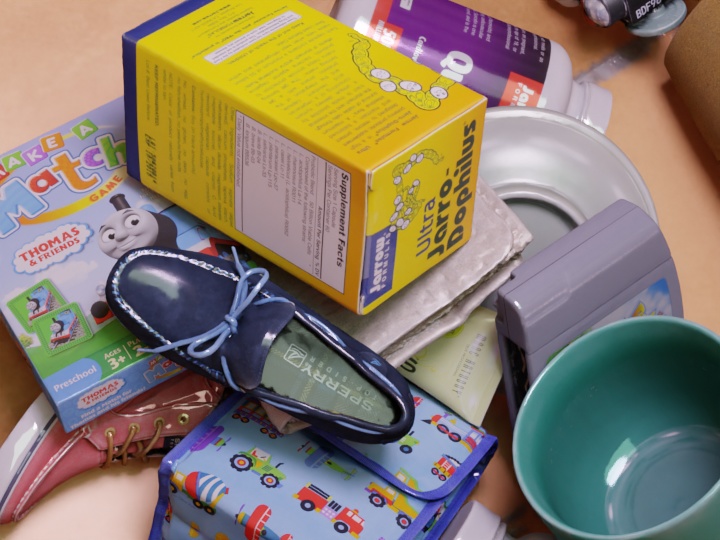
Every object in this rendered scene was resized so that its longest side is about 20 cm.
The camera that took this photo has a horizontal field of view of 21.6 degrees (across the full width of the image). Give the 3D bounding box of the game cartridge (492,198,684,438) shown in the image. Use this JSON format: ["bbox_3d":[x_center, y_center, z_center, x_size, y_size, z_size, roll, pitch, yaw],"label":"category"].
[{"bbox_3d":[0.153,0.056,1.230,0.133,0.200,0.040,-36,47,-24],"label":"game cartridge"}]

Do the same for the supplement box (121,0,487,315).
[{"bbox_3d":[-0.037,-0.081,1.144,0.200,0.109,0.110,31,47,29],"label":"supplement box"}]

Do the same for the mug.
[{"bbox_3d":[0.173,0.131,1.159,0.185,0.114,0.152,-43,47,-2],"label":"mug"}]

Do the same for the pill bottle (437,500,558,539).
[{"bbox_3d":[0.127,0.238,1.199,0.200,0.109,0.109,37,67,0],"label":"pill bottle"}]

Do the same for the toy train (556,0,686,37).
[{"bbox_3d":[0.226,-0.248,1.392,0.200,0.085,0.114,-37,39,-17],"label":"toy train"}]

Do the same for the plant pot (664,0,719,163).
[{"bbox_3d":[0.319,-0.117,1.344,0.186,0.186,0.200,-38,71,-22],"label":"plant pot"}]

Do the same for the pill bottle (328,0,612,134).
[{"bbox_3d":[0.067,-0.124,1.302,0.200,0.112,0.112,20,68,-7],"label":"pill bottle"}]

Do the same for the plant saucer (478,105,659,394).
[{"bbox_3d":[0.103,-0.007,1.250,0.200,0.050,0.200,0,104,-1],"label":"plant saucer"}]

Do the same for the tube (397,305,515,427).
[{"bbox_3d":[0.007,0.022,1.236,0.200,0.058,0.052,29,60,16],"label":"tube"}]

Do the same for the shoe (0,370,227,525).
[{"bbox_3d":[-0.152,0.097,1.192,0.091,0.071,0.200,35,62,5],"label":"shoe"}]

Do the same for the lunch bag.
[{"bbox_3d":[-0.015,0.127,1.203,0.151,0.094,0.200,29,46,15],"label":"lunch bag"}]

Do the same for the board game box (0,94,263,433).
[{"bbox_3d":[-0.164,-0.011,1.194,0.151,0.037,0.200,-28,55,-14],"label":"board game box"}]

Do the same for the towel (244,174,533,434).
[{"bbox_3d":[0.000,0.000,1.193,0.200,0.034,0.133,-35,57,-3],"label":"towel"}]

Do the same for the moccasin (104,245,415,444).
[{"bbox_3d":[-0.053,0.037,1.104,0.200,0.068,0.080,23,84,-5],"label":"moccasin"}]
